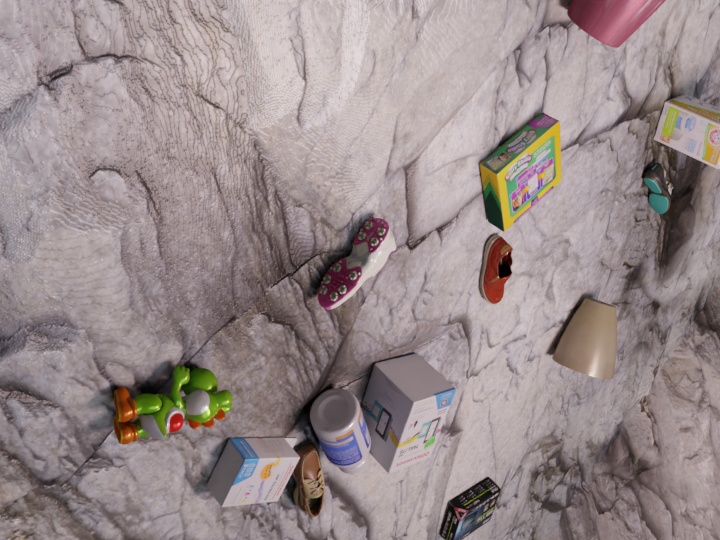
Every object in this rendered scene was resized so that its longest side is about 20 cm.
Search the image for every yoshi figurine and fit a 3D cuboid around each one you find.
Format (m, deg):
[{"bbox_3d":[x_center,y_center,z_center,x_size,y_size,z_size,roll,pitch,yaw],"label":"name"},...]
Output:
[{"bbox_3d":[-0.318,0.220,1.270,0.195,0.112,0.116,-6,84,-27],"label":"yoshi figurine"}]

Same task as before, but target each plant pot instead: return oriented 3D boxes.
[{"bbox_3d":[0.687,0.193,2.221,0.185,0.185,0.206,8,100,-48],"label":"plant pot"},{"bbox_3d":[0.501,-0.544,1.441,0.197,0.202,0.181,-5,138,-43],"label":"plant pot"}]

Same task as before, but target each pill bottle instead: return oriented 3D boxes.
[{"bbox_3d":[-0.037,0.358,1.631,0.111,0.112,0.203,-36,140,-19],"label":"pill bottle"}]

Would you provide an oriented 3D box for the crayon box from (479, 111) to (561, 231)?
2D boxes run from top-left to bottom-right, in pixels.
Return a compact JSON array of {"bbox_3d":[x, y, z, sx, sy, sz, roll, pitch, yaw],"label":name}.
[{"bbox_3d":[0.355,-0.215,1.637,0.199,0.058,0.175,-40,139,-17],"label":"crayon box"}]

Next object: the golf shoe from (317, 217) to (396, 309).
[{"bbox_3d":[0.000,0.000,1.425,0.201,0.075,0.091,-50,145,-2],"label":"golf shoe"}]

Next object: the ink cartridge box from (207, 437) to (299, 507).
[{"bbox_3d":[-0.203,0.410,1.534,0.198,0.068,0.117,13,109,-50],"label":"ink cartridge box"}]

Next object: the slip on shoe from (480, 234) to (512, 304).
[{"bbox_3d":[0.329,0.009,1.781,0.073,0.061,0.204,-31,139,-27],"label":"slip on shoe"}]

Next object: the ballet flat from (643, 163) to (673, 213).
[{"bbox_3d":[0.860,-0.238,2.139,0.069,0.067,0.200,-56,143,-8],"label":"ballet flat"}]

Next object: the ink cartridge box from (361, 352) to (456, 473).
[{"bbox_3d":[0.097,0.325,1.715,0.144,0.145,0.205,-8,125,-41],"label":"ink cartridge box"}]

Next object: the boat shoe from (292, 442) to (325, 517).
[{"bbox_3d":[-0.108,0.473,1.676,0.075,0.074,0.204,-26,135,-30],"label":"boat shoe"}]

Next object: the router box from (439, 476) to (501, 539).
[{"bbox_3d":[0.352,0.772,2.393,0.196,0.062,0.153,-18,132,-37],"label":"router box"}]

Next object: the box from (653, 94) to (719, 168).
[{"bbox_3d":[0.894,-0.367,1.961,0.100,0.199,0.115,-22,134,-32],"label":"box"}]
